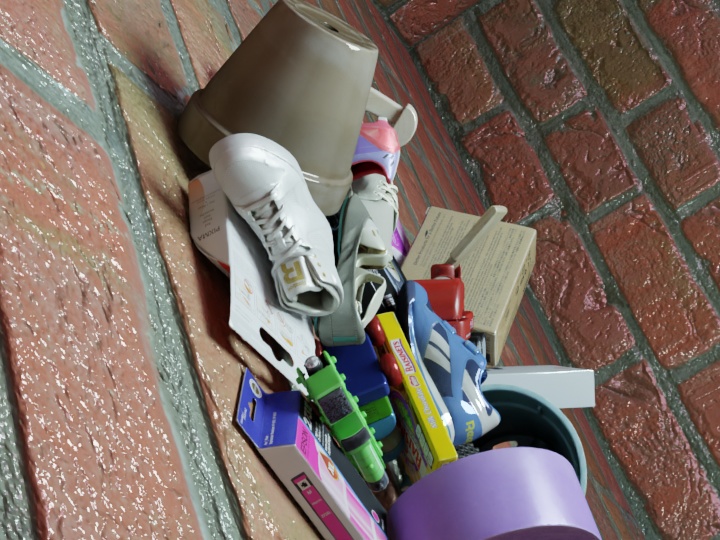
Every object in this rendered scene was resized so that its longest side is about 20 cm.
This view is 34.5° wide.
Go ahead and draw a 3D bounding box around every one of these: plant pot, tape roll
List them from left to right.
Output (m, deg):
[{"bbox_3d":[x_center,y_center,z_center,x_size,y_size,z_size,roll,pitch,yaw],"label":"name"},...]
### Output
[{"bbox_3d":[-0.071,-0.185,1.230,0.198,0.175,0.200,26,18,-9],"label":"plant pot"},{"bbox_3d":[0.126,0.261,1.105,0.200,0.198,0.086,46,19,-46],"label":"tape roll"},{"bbox_3d":[0.175,0.252,1.379,0.202,0.198,0.196,64,6,20],"label":"plant pot"}]

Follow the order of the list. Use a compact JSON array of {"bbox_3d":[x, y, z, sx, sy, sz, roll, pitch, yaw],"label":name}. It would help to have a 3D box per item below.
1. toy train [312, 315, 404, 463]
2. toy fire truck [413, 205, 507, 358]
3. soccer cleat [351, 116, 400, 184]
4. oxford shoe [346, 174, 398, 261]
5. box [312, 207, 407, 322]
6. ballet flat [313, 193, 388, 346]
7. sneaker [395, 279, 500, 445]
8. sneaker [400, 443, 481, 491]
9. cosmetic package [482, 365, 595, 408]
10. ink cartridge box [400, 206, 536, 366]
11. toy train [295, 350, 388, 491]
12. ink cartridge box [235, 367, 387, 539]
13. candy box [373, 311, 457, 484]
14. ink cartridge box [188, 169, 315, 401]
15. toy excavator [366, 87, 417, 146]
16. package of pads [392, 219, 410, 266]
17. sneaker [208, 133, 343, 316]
[{"bbox_3d":[-0.006,0.107,1.247,0.201,0.084,0.117,-114,-176,-56],"label":"toy train"},{"bbox_3d":[0.112,0.025,1.397,0.176,0.126,0.204,-9,97,-77],"label":"toy fire truck"},{"bbox_3d":[-0.050,-0.134,1.365,0.067,0.197,0.078,52,37,-68],"label":"soccer cleat"},{"bbox_3d":[0.018,-0.082,1.384,0.076,0.057,0.201,54,15,-32],"label":"oxford shoe"},{"bbox_3d":[-0.019,-0.007,1.398,0.165,0.085,0.200,62,12,4],"label":"box"},{"bbox_3d":[0.000,0.000,1.229,0.068,0.063,0.202,78,19,-46],"label":"ballet flat"},{"bbox_3d":[0.090,0.100,1.267,0.074,0.081,0.202,105,-28,-58],"label":"sneaker"},{"bbox_3d":[0.129,0.263,1.257,0.199,0.094,0.070,38,18,17],"label":"sneaker"},{"bbox_3d":[0.181,0.151,1.491,0.151,0.197,0.053,179,-90,-79],"label":"cosmetic package"},{"bbox_3d":[0.139,0.018,1.598,0.076,0.162,0.201,81,29,-47],"label":"ink cartridge box"},{"bbox_3d":[-0.011,0.148,1.091,0.057,0.041,0.201,56,-6,41],"label":"toy train"},{"bbox_3d":[-0.039,0.177,1.029,0.201,0.037,0.095,54,13,-19],"label":"ink cartridge box"},{"bbox_3d":[0.052,0.151,1.232,0.103,0.026,0.201,94,-20,-45],"label":"candy box"},{"bbox_3d":[-0.104,0.021,1.130,0.162,0.050,0.202,48,27,-45],"label":"ink cartridge box"},{"bbox_3d":[-0.052,-0.205,1.448,0.196,0.198,0.100,57,13,-8],"label":"toy excavator"},{"bbox_3d":[0.006,-0.054,1.627,0.200,0.075,0.122,37,25,-61],"label":"package of pads"},{"bbox_3d":[-0.071,-0.035,1.099,0.200,0.073,0.117,48,21,-48],"label":"sneaker"}]
